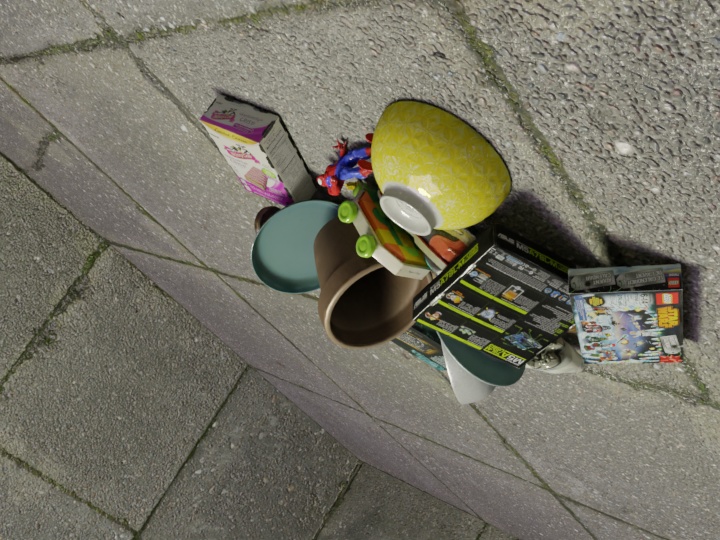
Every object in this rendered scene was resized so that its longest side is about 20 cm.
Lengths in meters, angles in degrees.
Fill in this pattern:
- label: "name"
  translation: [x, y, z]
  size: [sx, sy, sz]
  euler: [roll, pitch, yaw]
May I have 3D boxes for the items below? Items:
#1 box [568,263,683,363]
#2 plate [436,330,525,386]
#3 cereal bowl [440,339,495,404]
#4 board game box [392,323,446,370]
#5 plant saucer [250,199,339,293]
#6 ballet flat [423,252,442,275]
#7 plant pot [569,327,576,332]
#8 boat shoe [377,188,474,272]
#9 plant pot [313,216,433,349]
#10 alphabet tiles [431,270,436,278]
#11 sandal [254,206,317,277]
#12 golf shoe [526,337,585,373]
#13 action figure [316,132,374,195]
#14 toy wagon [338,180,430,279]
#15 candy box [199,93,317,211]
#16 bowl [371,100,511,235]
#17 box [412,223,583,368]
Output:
- label: "box"
  translation: [0.349, 0.062, 1.147]
  size: [0.135, 0.040, 0.201]
  euler: [-4, 148, 19]
- label: "plate"
  translation: [0.187, 0.081, 1.343]
  size: [0.199, 0.201, 0.026]
  euler: [38, 130, -13]
- label: "cereal bowl"
  translation: [0.188, 0.112, 1.438]
  size: [0.082, 0.203, 0.201]
  euler: [-10, 146, 15]
- label: "board game box"
  translation: [0.112, 0.128, 1.634]
  size: [0.199, 0.028, 0.135]
  euler: [32, 159, -22]
- label: "plant saucer"
  translation: [-0.098, -0.045, 1.539]
  size: [0.201, 0.199, 0.028]
  euler: [51, -172, -43]
- label: "ballet flat"
  translation: [0.186, 0.011, 1.294]
  size: [0.199, 0.068, 0.068]
  euler: [36, 150, -7]
- label: "plant pot"
  translation: [0.271, 0.036, 1.335]
  size: [0.198, 0.028, 0.201]
  euler: [31, 162, 11]
- label: "boat shoe"
  translation: [0.092, -0.075, 1.277]
  size: [0.071, 0.063, 0.200]
  euler: [32, -167, -43]
- label: "plant pot"
  translation: [0.000, 0.000, 1.472]
  size: [0.176, 0.198, 0.201]
  euler: [60, -178, 38]
- label: "alphabet tiles"
  translation: [0.133, -0.003, 1.517]
  size: [0.199, 0.008, 0.167]
  euler: [38, 162, -7]
- label: "sandal"
  translation: [-0.108, -0.049, 1.590]
  size: [0.054, 0.083, 0.200]
  euler: [-17, 131, 43]
- label: "golf shoe"
  translation: [0.295, 0.140, 1.494]
  size: [0.096, 0.079, 0.199]
  euler: [24, 177, -29]
- label: "action figure"
  translation: [-0.023, -0.154, 1.315]
  size: [0.051, 0.067, 0.200]
  euler: [15, 167, -18]
- label: "toy wagon"
  translation: [0.035, -0.072, 1.344]
  size: [0.154, 0.040, 0.202]
  euler: [11, -138, -46]
- label: "candy box"
  translation: [-0.167, -0.193, 1.477]
  size: [0.135, 0.061, 0.201]
  euler: [24, 159, 30]
- label: "bowl"
  translation: [0.085, -0.112, 1.150]
  size: [0.198, 0.108, 0.201]
  euler: [31, 162, 11]
- label: "box"
  translation: [0.203, 0.042, 1.218]
  size: [0.198, 0.048, 0.193]
  euler: [24, 137, -20]
